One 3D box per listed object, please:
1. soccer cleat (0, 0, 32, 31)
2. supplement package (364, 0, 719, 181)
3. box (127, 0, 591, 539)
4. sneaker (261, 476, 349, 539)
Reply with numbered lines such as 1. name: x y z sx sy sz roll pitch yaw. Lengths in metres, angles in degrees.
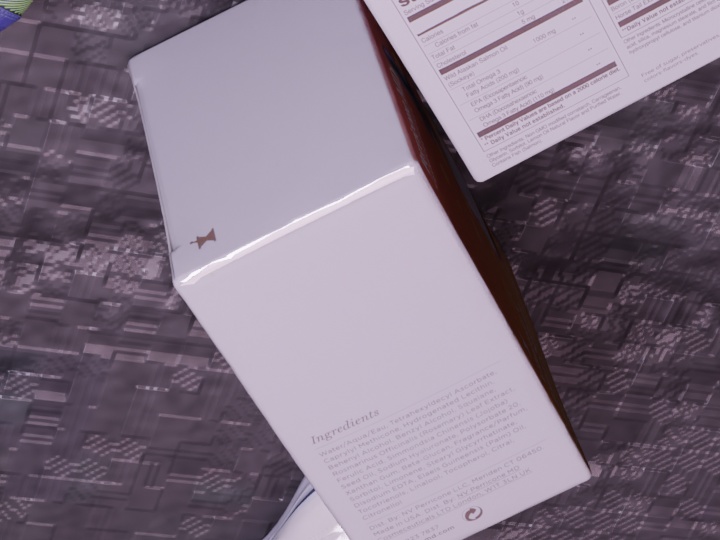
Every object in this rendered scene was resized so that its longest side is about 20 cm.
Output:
1. soccer cleat: -0.188 -0.163 0.870 0.083 0.065 0.200 -33 129 11
2. supplement package: 0.049 -0.174 0.865 0.150 0.152 0.200 -27 133 9
3. box: 0.000 0.000 0.999 0.106 0.153 0.200 -25 131 7
4. sneaker: -0.014 0.153 1.175 0.073 0.071 0.200 27 118 -32
